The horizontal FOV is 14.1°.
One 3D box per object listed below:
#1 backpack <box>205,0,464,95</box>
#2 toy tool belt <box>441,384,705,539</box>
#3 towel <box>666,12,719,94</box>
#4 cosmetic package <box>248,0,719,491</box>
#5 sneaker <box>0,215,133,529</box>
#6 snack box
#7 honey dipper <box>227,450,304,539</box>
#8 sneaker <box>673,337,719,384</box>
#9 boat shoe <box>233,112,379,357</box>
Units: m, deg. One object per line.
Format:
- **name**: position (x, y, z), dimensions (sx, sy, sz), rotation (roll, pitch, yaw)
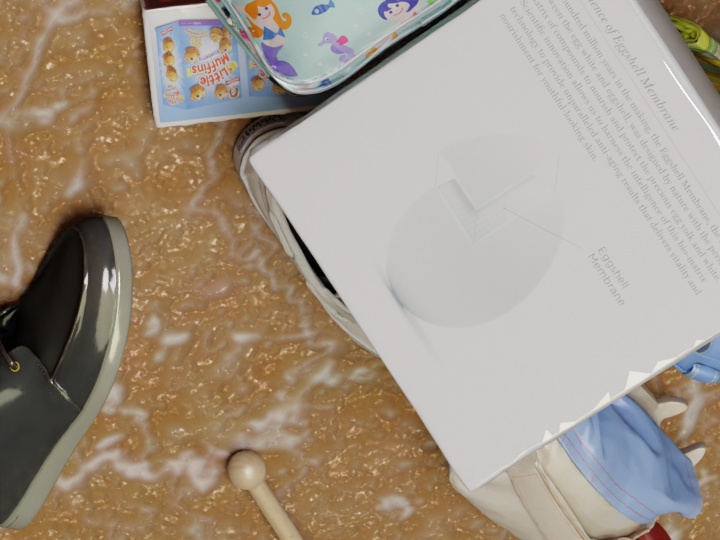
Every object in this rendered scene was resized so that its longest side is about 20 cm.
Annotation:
- **backpack**: position (-0.022, -0.199, 1.377), dimensions (0.177, 0.151, 0.200), rotation (-32, 107, 11)
- **toy tool belt**: position (0.143, 0.109, 1.666), dimensions (0.123, 0.125, 0.200), rotation (-38, 127, 20)
- **towel**: position (0.215, -0.081, 1.581), dimensions (0.200, 0.086, 0.018), rotation (38, 86, -35)
- **cosmetic package**: position (0.089, -0.036, 1.436), dimensions (0.199, 0.123, 0.200), rotation (-32, 93, 14)
- **sneaker**: position (-0.196, 0.052, 1.542), dimensions (0.106, 0.075, 0.201), rotation (12, 120, -27)
- **snack box**: position (-0.012, -0.120, 1.502), dimensions (0.199, 0.024, 0.072), rotation (-7, 126, -4)
- **honey dipper**: position (-0.029, 0.179, 1.710), dimensions (0.038, 0.038, 0.200), rotation (-30, 124, 3)
- **sneaker**: position (0.211, 0.032, 1.667), dimensions (0.082, 0.074, 0.200), rotation (-36, 118, 4)
- **boat shoe**: position (0.000, 0.000, 1.578), dimensions (0.073, 0.065, 0.200), rotation (-39, 126, 10)
